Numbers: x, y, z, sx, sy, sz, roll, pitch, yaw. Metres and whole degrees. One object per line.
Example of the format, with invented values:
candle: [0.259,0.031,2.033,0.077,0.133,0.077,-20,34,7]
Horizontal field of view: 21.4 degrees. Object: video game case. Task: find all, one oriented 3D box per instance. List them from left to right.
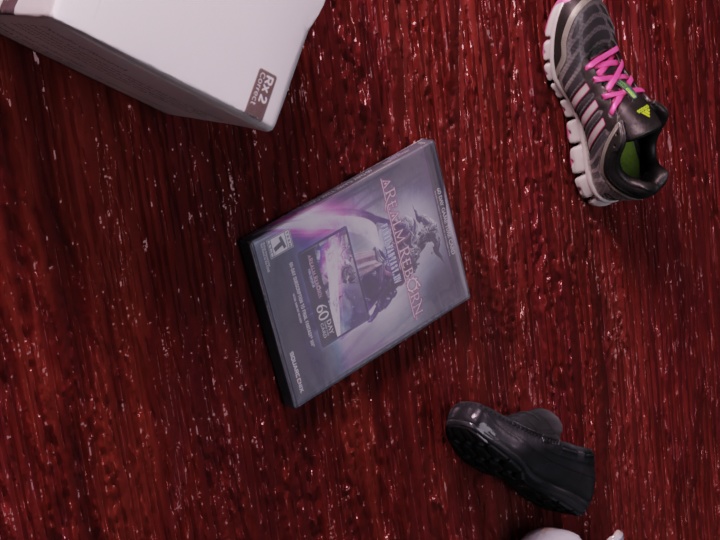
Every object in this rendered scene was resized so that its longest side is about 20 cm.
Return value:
video game case: [0.000,0.000,1.500,0.199,0.019,0.144,-30,117,-33]

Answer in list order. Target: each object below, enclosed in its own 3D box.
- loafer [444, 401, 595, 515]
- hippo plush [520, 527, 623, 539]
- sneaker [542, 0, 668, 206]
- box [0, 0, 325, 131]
loafer: [0.139,0.148,1.623,0.200,0.068,0.071,35,67,-45]
hippo plush: [0.178,0.291,1.613,0.161,0.199,0.160,-64,153,-22]
sneaker: [0.217,-0.144,1.618,0.074,0.087,0.201,-30,117,-34]
box: [-0.131,-0.222,1.263,0.199,0.130,0.200,24,81,-42]
